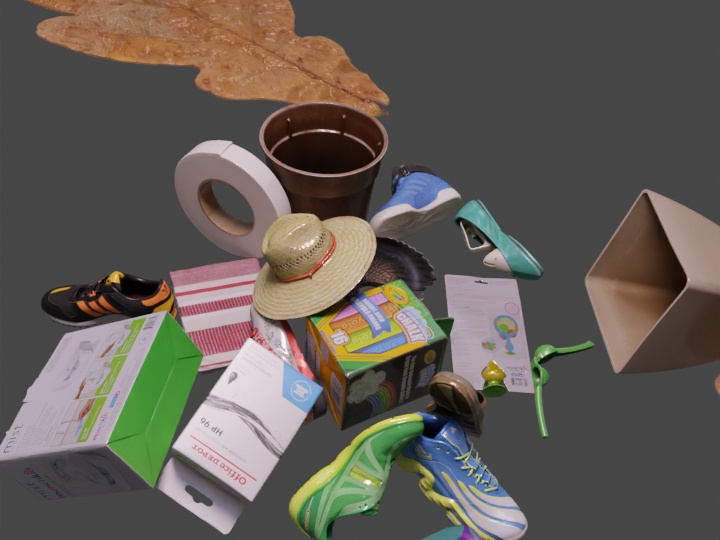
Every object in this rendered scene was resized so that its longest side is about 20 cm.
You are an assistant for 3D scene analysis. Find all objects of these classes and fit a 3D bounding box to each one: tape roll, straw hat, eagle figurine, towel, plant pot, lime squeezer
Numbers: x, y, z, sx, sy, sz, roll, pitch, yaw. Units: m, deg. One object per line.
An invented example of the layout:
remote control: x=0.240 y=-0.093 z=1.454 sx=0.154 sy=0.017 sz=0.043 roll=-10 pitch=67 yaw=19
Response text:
tape roll: x=-0.201 y=-0.108 z=1.181 sx=0.201 sy=0.204 sz=0.037 roll=22 pitch=49 yaw=17
straw hat: x=-0.085 y=-0.031 z=1.031 sx=0.200 sy=0.085 sz=0.202 roll=-21 pitch=39 yaw=18
eagle figurine: x=0.002 y=0.007 z=1.144 sx=0.198 sy=0.152 sz=0.152 roll=-14 pitch=32 yaw=-5
towel: x=-0.199 y=0.065 z=1.136 sx=0.143 sy=0.023 sz=0.201 roll=-10 pitch=48 yaw=-18
plant pot: x=0.480 y=0.031 z=1.126 sx=0.175 sy=0.201 sz=0.201 roll=11 pitch=43 yaw=-12
plant pot: x=-0.064 y=-0.136 z=1.225 sx=0.198 sy=0.199 sz=0.201 roll=3 pitch=44 yaw=-3
lime squeezer: x=0.273 y=0.153 z=1.090 sx=0.071 sy=0.038 sz=0.200 roll=46 pitch=50 yaw=-4

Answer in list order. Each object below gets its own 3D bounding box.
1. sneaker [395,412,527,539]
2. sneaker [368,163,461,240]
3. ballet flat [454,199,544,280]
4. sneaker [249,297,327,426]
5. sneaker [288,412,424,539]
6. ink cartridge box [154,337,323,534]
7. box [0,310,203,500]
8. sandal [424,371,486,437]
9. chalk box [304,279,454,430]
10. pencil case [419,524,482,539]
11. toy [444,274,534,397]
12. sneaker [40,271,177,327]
sneaker: x=0.120 y=0.247 z=0.920 sx=0.199 sy=0.106 sz=0.076 roll=31 pitch=50 yaw=24
sneaker: x=0.071 y=-0.124 z=1.310 sx=0.199 sy=0.077 sz=0.111 roll=-24 pitch=57 yaw=-32
ballet flat: x=0.222 y=-0.038 z=1.259 sx=0.070 sy=0.067 sz=0.200 roll=-34 pitch=52 yaw=-3
sneaker: x=-0.136 y=0.130 z=1.028 sx=0.107 sy=0.067 sz=0.202 roll=-20 pitch=61 yaw=-24
sneaker: x=0.007 y=0.248 z=0.904 sx=0.200 sy=0.074 sz=0.084 roll=-43 pitch=72 yaw=3
ink cartridge box: x=-0.147 y=0.200 z=0.912 sx=0.116 sy=0.068 sz=0.201 roll=33 pitch=66 yaw=0
box: x=-0.315 y=0.163 z=0.924 sx=0.175 sy=0.097 sz=0.201 roll=-14 pitch=39 yaw=22
sandal: x=0.124 y=0.161 z=0.944 sx=0.080 sy=0.200 sz=0.054 roll=23 pitch=68 yaw=17
chalk box: x=0.036 y=0.107 z=1.043 sx=0.199 sy=0.126 sz=0.124 roll=-18 pitch=49 yaw=-24
pencil case: x=0.051 y=0.352 z=0.822 sx=0.198 sy=0.086 sz=0.092 roll=-18 pitch=33 yaw=-21
toy: x=0.184 y=0.099 z=1.119 sx=0.114 sy=0.047 sz=0.201 roll=4 pitch=48 yaw=-6
sneaker: x=-0.370 y=0.032 z=1.102 sx=0.198 sy=0.091 sz=0.070 roll=6 pitch=44 yaw=0
